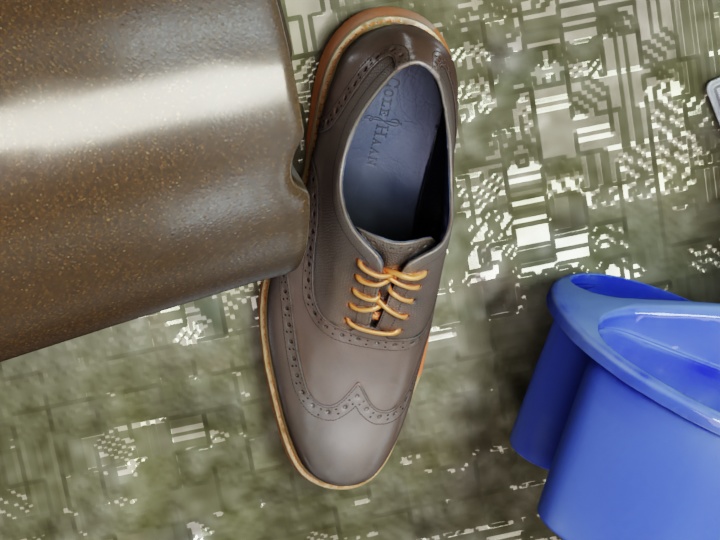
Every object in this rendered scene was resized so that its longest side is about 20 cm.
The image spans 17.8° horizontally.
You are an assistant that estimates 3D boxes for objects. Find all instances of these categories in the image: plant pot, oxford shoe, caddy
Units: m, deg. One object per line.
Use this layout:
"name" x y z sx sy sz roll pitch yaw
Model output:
"plant pot" -0.131 -0.051 0.826 0.198 0.200 0.201 -12 109 -13
"oxford shoe" 0.000 0.000 0.912 0.071 0.073 0.200 2 107 -9
"caddy" 0.157 0.066 0.919 0.200 0.141 0.105 20 107 -14

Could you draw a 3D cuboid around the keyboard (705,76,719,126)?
"keyboard" 0.243 -0.091 0.950 0.200 0.011 0.056 -23 109 -1
